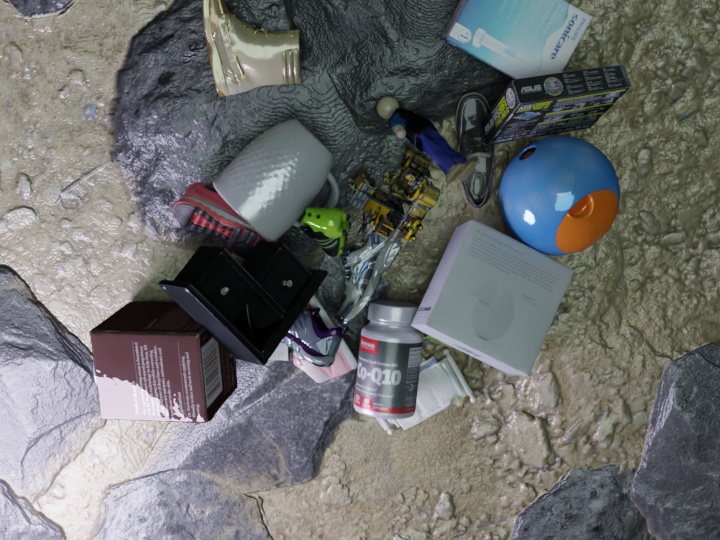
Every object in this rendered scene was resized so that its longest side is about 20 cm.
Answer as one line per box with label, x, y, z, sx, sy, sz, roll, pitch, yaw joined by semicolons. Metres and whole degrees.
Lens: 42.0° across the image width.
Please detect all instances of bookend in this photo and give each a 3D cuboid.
bookend;-0.187;0.014;1.536;0.199;0.092;0.200;50;62;-31

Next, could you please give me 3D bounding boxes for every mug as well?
mug;-0.121;-0.150;1.599;0.175;0.148;0.200;-46;128;6

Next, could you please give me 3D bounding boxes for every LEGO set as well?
LEGO set;0.045;-0.136;1.580;0.116;0.200;0.154;26;121;-17

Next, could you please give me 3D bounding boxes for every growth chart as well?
growth chart;0.104;0.226;1.770;0.200;0.018;0.145;-24;105;5

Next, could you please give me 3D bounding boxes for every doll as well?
doll;0.101;-0.228;1.579;0.200;0.136;0.049;46;123;20

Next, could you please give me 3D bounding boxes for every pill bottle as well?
pill bottle;0.052;0.158;1.689;0.114;0.114;0.201;5;95;-4

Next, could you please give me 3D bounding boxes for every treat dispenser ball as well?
treat dispenser ball;0.335;-0.126;1.583;0.200;0.201;0.201;-1;106;-2

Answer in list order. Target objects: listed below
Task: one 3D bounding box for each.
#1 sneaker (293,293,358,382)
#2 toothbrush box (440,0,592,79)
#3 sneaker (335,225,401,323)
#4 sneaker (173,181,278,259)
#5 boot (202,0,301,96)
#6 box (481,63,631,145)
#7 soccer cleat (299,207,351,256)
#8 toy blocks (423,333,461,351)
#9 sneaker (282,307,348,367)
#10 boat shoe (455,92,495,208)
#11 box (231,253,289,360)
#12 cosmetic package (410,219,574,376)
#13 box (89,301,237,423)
sneaker;-0.092;0.118;1.701;0.104;0.075;0.201;-29;109;1
toothbrush box;0.257;-0.403;1.559;0.200;0.085;0.147;26;103;-8
sneaker;0.000;0.000;1.681;0.085;0.077;0.200;30;96;0
sneaker;-0.220;-0.092;1.633;0.200;0.087;0.074;29;138;-14
boot;-0.178;-0.397;1.551;0.155;0.073;0.201;-7;108;1
box;0.317;-0.271;1.540;0.199;0.160;0.044;-11;76;-14
soccer cleat;-0.060;-0.072;1.596;0.081;0.200;0.068;14;79;2
toy blocks;0.230;0.090;1.706;0.200;0.100;0.137;21;93;-9
sneaker;-0.116;0.086;1.642;0.200;0.074;0.088;30;98;12
boat shoe;0.203;-0.206;1.624;0.072;0.065;0.201;-2;105;0
box;-0.202;0.067;1.705;0.144;0.036;0.201;0;107;-2
cosmetic package;0.224;0.048;1.608;0.199;0.123;0.200;27;84;-6
box;-0.337;0.156;1.637;0.199;0.164;0.166;1;107;11
